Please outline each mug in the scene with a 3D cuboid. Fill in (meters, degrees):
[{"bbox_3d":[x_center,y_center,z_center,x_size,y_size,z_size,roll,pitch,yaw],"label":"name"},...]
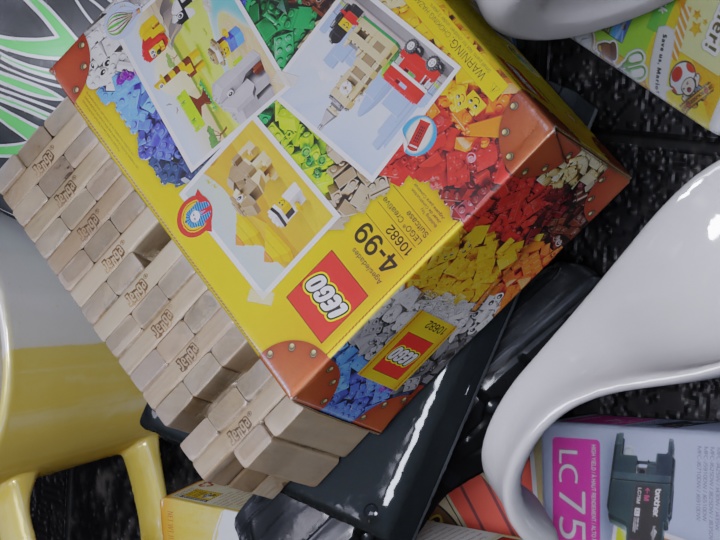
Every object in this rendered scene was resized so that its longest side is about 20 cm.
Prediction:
[{"bbox_3d":[-0.162,0.055,1.256,0.149,0.153,0.187,13,101,45],"label":"mug"}]

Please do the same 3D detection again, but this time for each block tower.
[{"bbox_3d":[-0.081,0.010,1.038,0.054,0.058,0.200,-46,58,12],"label":"block tower"}]

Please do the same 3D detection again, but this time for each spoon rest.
[{"bbox_3d":[0.119,0.030,0.994,0.200,0.061,0.099,-48,41,16],"label":"spoon rest"}]

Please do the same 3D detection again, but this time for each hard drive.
[{"bbox_3d":[0.000,0.000,1.049,0.139,0.033,0.200,22,87,33],"label":"hard drive"}]

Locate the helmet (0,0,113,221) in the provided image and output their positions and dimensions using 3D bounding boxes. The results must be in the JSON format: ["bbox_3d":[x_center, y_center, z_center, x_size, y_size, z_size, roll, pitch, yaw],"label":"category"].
[{"bbox_3d":[-0.116,-0.102,1.190,0.191,0.200,0.200,47,125,55],"label":"helmet"}]

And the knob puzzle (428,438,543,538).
[{"bbox_3d":[0.020,0.103,1.156,0.219,0.030,0.220,2,93,46],"label":"knob puzzle"}]

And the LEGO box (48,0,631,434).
[{"bbox_3d":[-0.012,-0.059,1.007,0.149,0.077,0.200,-46,58,11],"label":"LEGO box"}]

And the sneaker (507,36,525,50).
[{"bbox_3d":[0.013,-0.038,1.104,0.072,0.072,0.200,37,110,43],"label":"sneaker"}]

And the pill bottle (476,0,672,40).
[{"bbox_3d":[0.072,-0.204,0.992,0.112,0.112,0.200,-31,72,43],"label":"pill bottle"}]

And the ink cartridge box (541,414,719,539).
[{"bbox_3d":[0.157,0.123,1.006,0.200,0.042,0.120,0,92,45],"label":"ink cartridge box"}]

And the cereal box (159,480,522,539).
[{"bbox_3d":[-0.004,0.182,1.142,0.200,0.039,0.144,6,105,38],"label":"cereal box"}]

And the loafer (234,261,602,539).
[{"bbox_3d":[0.025,0.064,1.076,0.201,0.068,0.070,-44,54,3],"label":"loafer"}]

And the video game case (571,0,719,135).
[{"bbox_3d":[0.131,-0.185,1.033,0.182,0.023,0.200,39,118,39],"label":"video game case"}]
